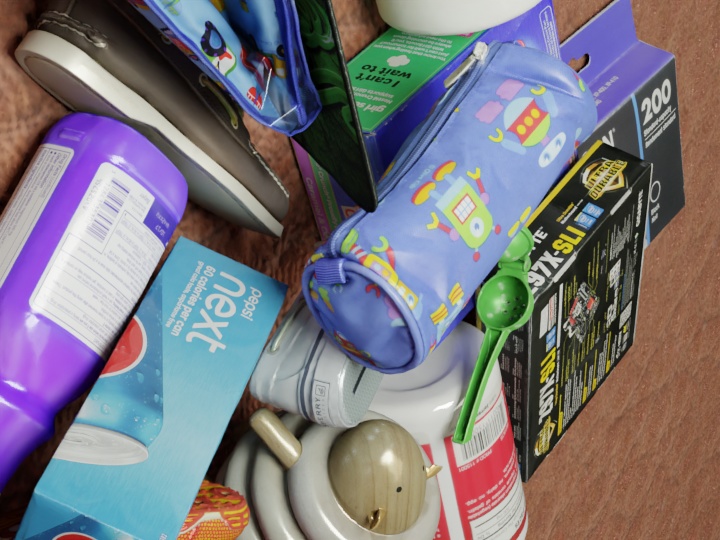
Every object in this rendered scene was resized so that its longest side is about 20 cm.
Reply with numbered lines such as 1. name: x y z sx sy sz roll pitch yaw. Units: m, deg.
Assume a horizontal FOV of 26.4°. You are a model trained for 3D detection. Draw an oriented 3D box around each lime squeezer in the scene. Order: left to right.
1. lime squeezer: 0.077 0.000 0.935 0.071 0.038 0.200 -13 111 -39

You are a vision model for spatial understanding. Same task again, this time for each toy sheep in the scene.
1. toy sheep: -0.028 0.139 0.896 0.138 0.200 0.138 14 58 -24

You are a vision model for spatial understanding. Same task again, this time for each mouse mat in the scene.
1. mouse mat: -0.046 -0.130 0.777 0.008 0.200 0.161 -23 122 -15

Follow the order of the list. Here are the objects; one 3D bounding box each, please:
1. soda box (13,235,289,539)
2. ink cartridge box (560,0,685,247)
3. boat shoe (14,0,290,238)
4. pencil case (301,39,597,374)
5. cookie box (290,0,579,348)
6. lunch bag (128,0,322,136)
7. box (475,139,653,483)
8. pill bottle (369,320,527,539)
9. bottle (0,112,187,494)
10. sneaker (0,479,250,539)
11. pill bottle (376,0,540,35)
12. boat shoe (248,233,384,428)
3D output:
1. soda box: -0.101 0.073 0.762 0.064 0.068 0.200 -62 -176 38
2. ink cartridge box: 0.190 -0.091 1.216 0.198 0.043 0.200 -41 130 -38
3. boat shoe: -0.095 -0.084 0.814 0.200 0.072 0.060 40 71 -44
4. pencil case: 0.048 -0.041 0.807 0.087 0.078 0.200 51 58 -23
5. cookie box: 0.056 -0.076 1.010 0.200 0.075 0.171 -44 133 -36
6. lunch bag: -0.091 -0.156 0.726 0.094 0.151 0.200 -34 140 -5
7. box: 0.143 0.031 1.087 0.160 0.049 0.200 -45 149 -30
8. pill bottle: 0.052 0.141 1.037 0.112 0.112 0.200 -42 131 -39
9. bottle: -0.159 0.023 0.760 0.084 0.065 0.200 47 62 -52
10. sneaker: -0.147 0.154 0.776 0.200 0.073 0.077 -14 109 -31
11. pill bottle: 0.046 -0.253 0.915 0.114 0.114 0.200 -43 131 -38
12. boat shoe: 0.000 0.000 0.867 0.200 0.067 0.074 -57 148 -40
